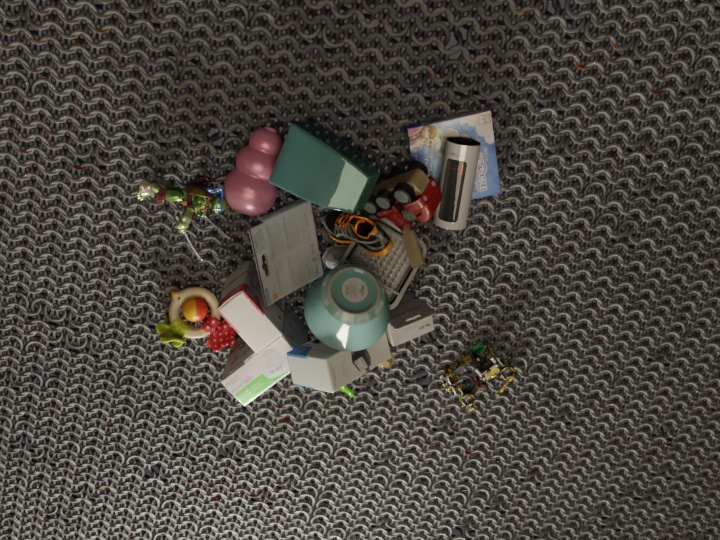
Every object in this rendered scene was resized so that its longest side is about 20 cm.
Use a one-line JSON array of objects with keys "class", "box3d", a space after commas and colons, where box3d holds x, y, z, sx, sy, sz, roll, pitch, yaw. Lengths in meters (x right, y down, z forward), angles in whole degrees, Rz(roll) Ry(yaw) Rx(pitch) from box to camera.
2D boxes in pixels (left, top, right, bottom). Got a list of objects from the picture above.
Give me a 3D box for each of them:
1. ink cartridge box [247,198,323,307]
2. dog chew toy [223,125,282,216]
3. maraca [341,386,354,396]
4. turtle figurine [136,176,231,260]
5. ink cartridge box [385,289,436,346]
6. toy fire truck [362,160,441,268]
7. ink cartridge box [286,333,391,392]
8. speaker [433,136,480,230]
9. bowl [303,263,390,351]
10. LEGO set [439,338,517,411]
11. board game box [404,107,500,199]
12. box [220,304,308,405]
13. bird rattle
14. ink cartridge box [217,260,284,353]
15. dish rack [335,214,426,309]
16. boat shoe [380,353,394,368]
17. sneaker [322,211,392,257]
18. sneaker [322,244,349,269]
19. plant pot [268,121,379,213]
[{"class": "ink cartridge box", "box3d": [-0.181, -0.043, 1.602, 0.040, 0.199, 0.202, 12, 120, 40]}, {"class": "dog chew toy", "box3d": [-0.235, -0.229, 1.550, 0.123, 0.125, 0.202, 19, 103, -10]}, {"class": "maraca", "box3d": [-0.090, 0.260, 1.756, 0.107, 0.137, 0.200, -49, 118, -10]}, {"class": "turtle figurine", "box3d": [-0.406, -0.130, 1.563, 0.192, 0.145, 0.201, 22, 139, 8]}, {"class": "ink cartridge box", "box3d": [0.098, 0.114, 1.647, 0.115, 0.200, 0.067, -20, 114, -15]}, {"class": "toy fire truck", "box3d": [0.117, -0.123, 1.569, 0.200, 0.129, 0.175, 46, 147, -23]}, {"class": "ink cartridge box", "box3d": [-0.049, 0.198, 1.593, 0.144, 0.199, 0.085, 0, 107, 46]}, {"class": "speaker", "box3d": [0.219, -0.199, 1.555, 0.080, 0.081, 0.202, 5, 114, -5]}, {"class": "bowl", "box3d": [-0.022, 0.066, 1.503, 0.198, 0.203, 0.105, 8, 153, -6]}, {"class": "LEGO set", "box3d": [0.314, 0.288, 1.786, 0.199, 0.116, 0.155, -30, 111, 10]}, {"class": "board game box", "box3d": [0.218, -0.259, 1.595, 0.196, 0.043, 0.202, -13, 113, 2]}, {"class": "box", "box3d": [-0.236, 0.206, 1.697, 0.199, 0.177, 0.097, -37, 110, 11]}, {"class": "bird rattle", "box3d": [-0.406, 0.123, 1.701, 0.197, 0.113, 0.165, -1, 97, -5]}, {"class": "ink cartridge box", "box3d": [-0.258, 0.081, 1.632, 0.082, 0.200, 0.147, -36, 110, 10]}, {"class": "dish rack", "box3d": [0.048, -0.018, 1.632, 0.170, 0.044, 0.201, 31, 72, 2]}, {"class": "boat shoe", "box3d": [-0.005, 0.208, 1.755, 0.198, 0.067, 0.074, 28, 140, -9]}, {"class": "sneaker", "box3d": [-0.013, -0.102, 1.588, 0.079, 0.199, 0.077, -56, 145, -16]}, {"class": "sneaker", "box3d": [0.000, 0.000, 1.672, 0.198, 0.082, 0.075, 23, 110, -11]}, {"class": "plant pot", "box3d": [-0.069, -0.218, 1.510, 0.199, 0.141, 0.142, 30, 110, 10]}]
